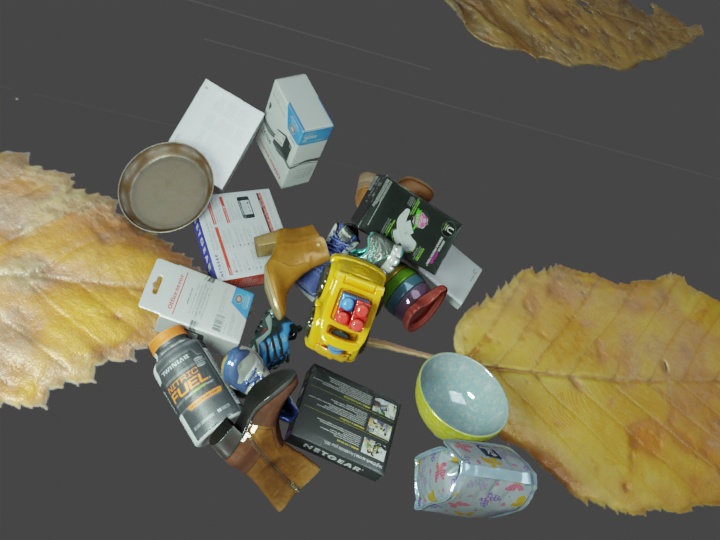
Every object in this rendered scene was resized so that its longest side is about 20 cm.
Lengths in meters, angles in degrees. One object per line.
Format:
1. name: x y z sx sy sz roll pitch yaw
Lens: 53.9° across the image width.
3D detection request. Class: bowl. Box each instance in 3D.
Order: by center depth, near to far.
1. bowl: 0.187 0.277 1.420 0.195 0.109 0.203 15 41 -14

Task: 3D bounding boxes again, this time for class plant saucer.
1. plant saucer: -0.391 -0.165 1.436 0.194 0.032 0.206 -1 70 2

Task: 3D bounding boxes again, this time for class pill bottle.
1. pill bottle: -0.296 0.197 1.250 0.105 0.107 0.202 -27 73 -35

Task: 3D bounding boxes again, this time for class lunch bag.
1. lunch bag: 0.211 0.384 1.310 0.165 0.200 0.131 11 65 -17

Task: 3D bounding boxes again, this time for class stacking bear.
1. stacking bear: 0.075 0.024 1.533 0.120 0.115 0.200 -31 66 -28

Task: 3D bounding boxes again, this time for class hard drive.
1. hard drive: 0.181 -0.019 1.661 0.199 0.027 0.132 39 52 1

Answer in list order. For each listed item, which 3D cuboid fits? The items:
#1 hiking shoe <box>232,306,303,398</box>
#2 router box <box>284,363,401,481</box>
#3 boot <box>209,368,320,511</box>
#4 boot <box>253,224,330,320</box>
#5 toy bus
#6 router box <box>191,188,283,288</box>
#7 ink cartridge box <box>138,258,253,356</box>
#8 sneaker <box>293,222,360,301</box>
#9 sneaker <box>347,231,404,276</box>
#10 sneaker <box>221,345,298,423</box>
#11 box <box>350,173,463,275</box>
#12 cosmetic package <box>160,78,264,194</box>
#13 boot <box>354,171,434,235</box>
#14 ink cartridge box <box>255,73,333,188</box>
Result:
1. hiking shoe: -0.176 0.161 1.348 0.085 0.075 0.203 27 53 -6
2. router box: -0.031 0.289 1.353 0.196 0.051 0.152 26 55 -9
3. boot: -0.130 0.291 1.208 0.189 0.068 0.201 -47 118 -13
4. boot: -0.125 -0.005 1.403 0.140 0.072 0.205 -10 57 -14
5. toy bus: -0.027 0.092 1.347 0.132 0.205 0.192 19 11 -9
6. router box: -0.245 -0.067 1.472 0.175 0.049 0.204 -9 65 -29
7. ink cartridge box: -0.313 0.071 1.343 0.196 0.067 0.118 22 54 -12
8. sneaker: -0.064 -0.040 1.501 0.080 0.116 0.200 37 52 2
9. sneaker: 0.000 0.000 1.464 0.091 0.201 0.078 39 20 -8
10. sneaker: -0.169 0.202 1.248 0.087 0.201 0.076 23 70 35
11. box: 0.096 -0.103 1.529 0.197 0.149 0.126 32 94 -11
12. cosmetic package: -0.318 -0.288 1.532 0.148 0.052 0.204 29 74 -8
13. boot: 0.081 -0.146 1.658 0.194 0.077 0.159 13 55 -16
14. ink cartridge box: -0.150 -0.305 1.569 0.082 0.201 0.147 -19 69 -30
